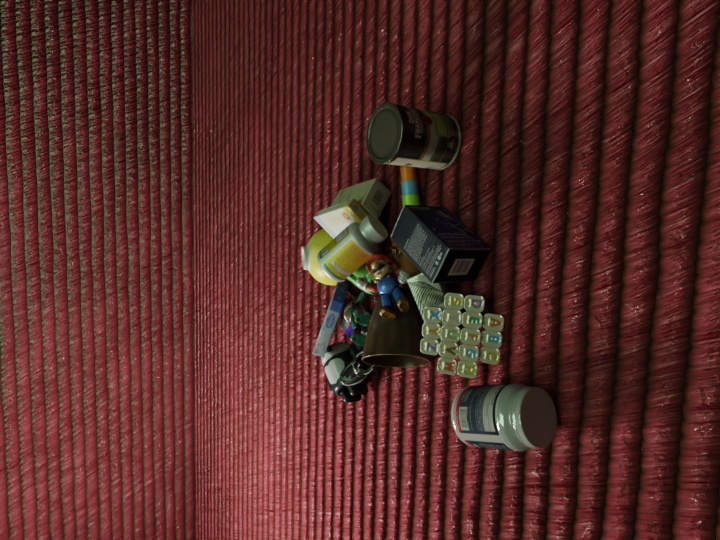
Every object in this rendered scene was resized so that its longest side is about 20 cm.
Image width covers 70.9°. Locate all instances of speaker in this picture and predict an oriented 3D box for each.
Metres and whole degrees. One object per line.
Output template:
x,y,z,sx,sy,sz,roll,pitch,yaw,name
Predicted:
0.000,0.000,1.542,0.200,0.088,0.089,36,121,48,speaker

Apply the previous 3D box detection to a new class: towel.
-0.006,0.186,1.675,0.200,0.023,0.144,51,132,40,towel

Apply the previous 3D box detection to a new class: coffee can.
0.135,-0.337,1.287,0.146,0.199,0.147,5,97,54,coffee can

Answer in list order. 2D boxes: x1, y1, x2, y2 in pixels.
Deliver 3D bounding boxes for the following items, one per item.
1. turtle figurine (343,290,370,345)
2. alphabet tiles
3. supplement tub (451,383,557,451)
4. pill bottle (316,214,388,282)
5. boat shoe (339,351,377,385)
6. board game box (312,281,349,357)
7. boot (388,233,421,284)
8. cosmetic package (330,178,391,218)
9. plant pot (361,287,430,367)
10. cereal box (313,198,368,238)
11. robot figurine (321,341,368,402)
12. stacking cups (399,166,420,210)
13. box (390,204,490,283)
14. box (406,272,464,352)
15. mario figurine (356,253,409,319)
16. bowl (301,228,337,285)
-0.002,0.135,1.537,0.200,0.100,0.150,-91,-5,-69,turtle figurine
0.243,0.156,1.226,0.195,0.015,0.201,7,93,20,alphabet tiles
0.314,0.324,1.124,0.200,0.140,0.141,-20,76,53,supplement tub
-0.021,-0.067,1.451,0.200,0.113,0.113,-40,57,23,pill bottle
0.011,0.286,1.541,0.200,0.060,0.074,-31,64,15,boat shoe
-0.095,0.153,1.666,0.200,0.043,0.200,-76,7,-72,board game box
0.139,-0.039,1.413,0.200,0.073,0.155,-3,87,53,boot
-0.007,-0.210,1.573,0.200,0.073,0.104,-5,52,53,cosmetic package
0.101,0.155,1.411,0.187,0.186,0.201,-27,54,52,plant pot
-0.040,-0.141,1.557,0.200,0.144,0.040,-7,42,54,cereal box
-0.052,0.330,1.658,0.200,0.150,0.125,62,179,31,robot figurine
0.135,-0.228,1.417,0.060,0.060,0.201,-18,76,54,stacking cups
0.195,-0.069,1.263,0.200,0.148,0.105,51,131,39,box
0.196,0.098,1.286,0.082,0.068,0.201,-26,82,21,box
0.058,0.027,1.356,0.106,0.123,0.200,97,160,-44,mario figurine
-0.143,-0.046,1.725,0.200,0.107,0.201,176,90,-78,bowl
